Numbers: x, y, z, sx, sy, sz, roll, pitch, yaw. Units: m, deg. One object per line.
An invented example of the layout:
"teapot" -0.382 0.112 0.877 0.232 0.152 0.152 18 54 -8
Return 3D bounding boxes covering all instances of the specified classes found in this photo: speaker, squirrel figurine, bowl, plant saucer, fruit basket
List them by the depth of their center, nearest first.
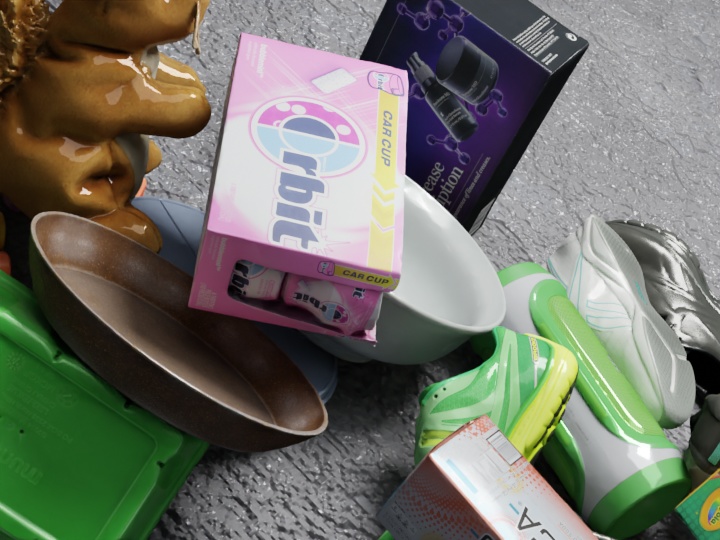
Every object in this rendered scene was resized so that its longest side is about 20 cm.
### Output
"plant saucer" -0.107 0.039 0.789 0.200 0.035 0.200 37 9 -7
"fruit basket" -0.192 0.078 0.805 0.215 0.216 0.156 33 78 4
"squirrel figurine" -0.187 -0.136 0.881 0.198 0.188 0.142 16 30 -9
"bowl" 0.000 0.000 0.992 0.200 0.091 0.202 32 24 -16
"speaker" 0.152 0.091 1.015 0.088 0.089 0.201 -7 52 -36

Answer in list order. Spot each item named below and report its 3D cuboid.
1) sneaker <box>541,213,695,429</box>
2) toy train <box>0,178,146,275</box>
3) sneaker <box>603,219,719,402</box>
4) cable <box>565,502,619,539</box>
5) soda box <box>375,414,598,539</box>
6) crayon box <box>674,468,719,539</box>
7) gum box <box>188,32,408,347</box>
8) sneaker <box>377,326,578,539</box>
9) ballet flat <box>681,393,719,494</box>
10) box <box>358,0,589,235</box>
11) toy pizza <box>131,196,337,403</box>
"sneaker" 0.195 0.050 1.088 0.070 0.080 0.201 34 26 -39
"toy train" -0.224 -0.044 0.955 0.149 0.056 0.201 28 39 -1
"sneaker" 0.250 0.037 1.144 0.200 0.076 0.091 41 48 18
"cable" 0.173 0.186 0.941 0.199 0.097 0.050 34 72 30
"soda box" 0.103 0.183 0.798 0.200 0.069 0.063 48 41 14
"crayon box" 0.291 0.149 0.941 0.058 0.119 0.200 52 12 25
"gum box" -0.034 -0.050 0.858 0.112 0.066 0.201 12 44 -8
"sneaker" 0.063 0.120 0.914 0.083 0.074 0.200 30 64 20
"ballet flat" 0.259 0.133 1.019 0.068 0.069 0.200 31 -5 23
"box" 0.065 -0.129 1.103 0.141 0.201 0.079 38 41 12
"toy pizza" -0.101 0.027 0.948 0.199 0.032 0.201 32 24 -17
